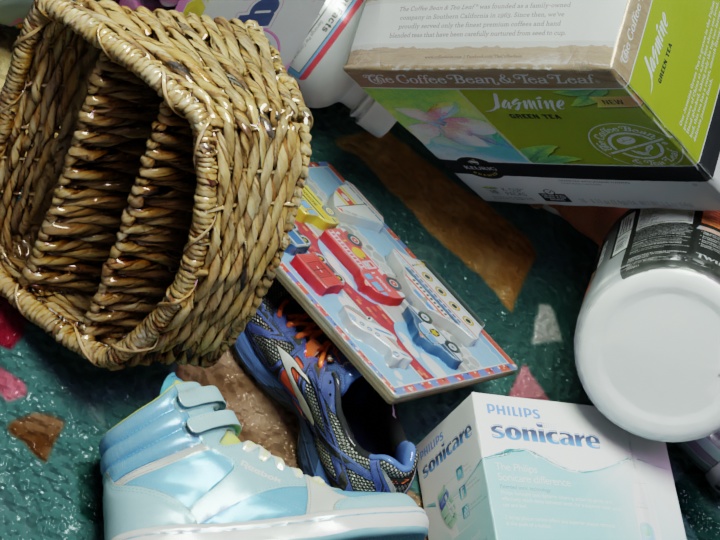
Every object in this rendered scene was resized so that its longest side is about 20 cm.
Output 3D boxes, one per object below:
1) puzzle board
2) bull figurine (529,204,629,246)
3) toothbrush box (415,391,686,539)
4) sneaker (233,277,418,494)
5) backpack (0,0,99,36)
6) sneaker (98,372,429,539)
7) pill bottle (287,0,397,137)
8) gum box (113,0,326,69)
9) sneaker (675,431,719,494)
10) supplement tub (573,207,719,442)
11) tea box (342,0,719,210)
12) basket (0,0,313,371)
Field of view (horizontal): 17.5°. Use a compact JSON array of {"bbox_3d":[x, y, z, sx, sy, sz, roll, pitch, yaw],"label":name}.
[{"bbox_3d":[0.000,0.000,1.495,0.200,0.017,0.151,48,28,20],"label":"puzzle board"},{"bbox_3d":[0.195,-0.052,1.650,0.200,0.121,0.065,44,23,-9],"label":"bull figurine"},{"bbox_3d":[0.126,0.187,1.466,0.146,0.085,0.201,7,58,-27],"label":"toothbrush box"},{"bbox_3d":[-0.017,0.064,1.464,0.075,0.078,0.200,-18,72,-38],"label":"sneaker"},{"bbox_3d":[-0.184,-0.254,1.480,0.153,0.200,0.176,9,57,-23],"label":"backpack"},{"bbox_3d":[-0.062,0.118,1.389,0.199,0.080,0.131,-2,62,-21],"label":"sneaker"},{"bbox_3d":[-0.043,-0.181,1.582,0.200,0.109,0.109,36,49,-7],"label":"pill bottle"},{"bbox_3d":[-0.103,-0.147,1.470,0.113,0.200,0.066,-9,55,-38],"label":"gum box"},{"bbox_3d":[0.278,0.064,1.645,0.087,0.074,0.200,39,50,3],"label":"sneaker"},{"bbox_3d":[0.208,0.022,1.530,0.122,0.123,0.200,40,21,-3],"label":"supplement tub"},{"bbox_3d":[0.132,-0.139,1.499,0.197,0.200,0.134,39,61,-47],"label":"tea box"},{"bbox_3d":[-0.133,-0.041,1.366,0.149,0.200,0.143,5,38,-30],"label":"basket"}]
